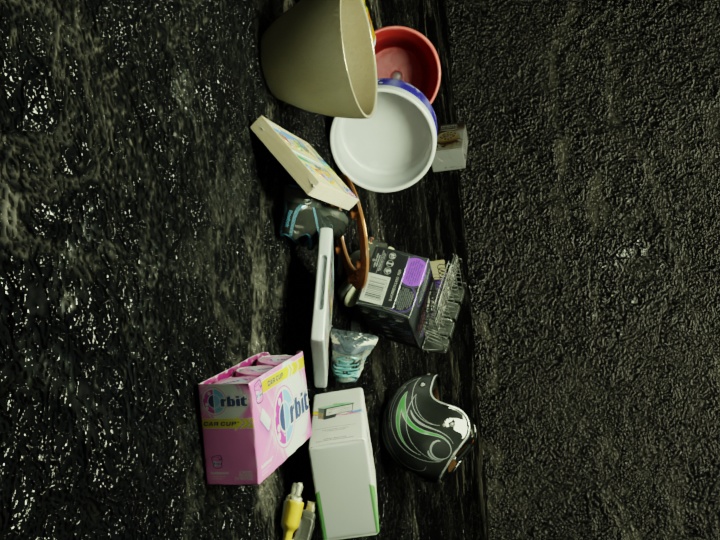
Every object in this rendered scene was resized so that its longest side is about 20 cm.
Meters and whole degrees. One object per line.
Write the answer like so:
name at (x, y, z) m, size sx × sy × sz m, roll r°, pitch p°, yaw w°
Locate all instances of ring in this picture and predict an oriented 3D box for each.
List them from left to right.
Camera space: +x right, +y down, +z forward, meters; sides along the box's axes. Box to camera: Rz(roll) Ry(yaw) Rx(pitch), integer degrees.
ring at (-0.023, -0.065, 1.336) m, size 0.200 × 0.019 × 0.202 m, roll 169°, pitch -90°, yaw -76°

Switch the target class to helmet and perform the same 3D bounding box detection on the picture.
helmet at (0.137, 0.325, 1.620) m, size 0.200 × 0.190 × 0.201 m, roll -44°, pitch 156°, yaw -25°

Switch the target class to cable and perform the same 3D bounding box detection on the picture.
cable at (-0.101, 0.391, 1.039) m, size 0.097 × 0.050 × 0.201 m, roll 92°, pitch 13°, yaw -61°

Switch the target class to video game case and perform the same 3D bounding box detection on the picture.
video game case at (-0.058, 0.062, 1.196) m, size 0.200 × 0.023 × 0.183 m, roll 92°, pitch 1°, yaw -62°

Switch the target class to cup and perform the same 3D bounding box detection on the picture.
cup at (-0.067, -0.322, 1.166) m, size 0.200 × 0.142 × 0.202 m, roll -5°, pitch 90°, yaw -75°

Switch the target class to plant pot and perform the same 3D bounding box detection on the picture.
plant pot at (0.073, -0.417, 1.664) m, size 0.177 × 0.199 × 0.202 m, roll -74°, pitch 156°, yaw -76°

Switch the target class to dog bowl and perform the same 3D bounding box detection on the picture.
dog bowl at (0.045, -0.253, 1.452) m, size 0.079 × 0.199 × 0.201 m, roll -74°, pitch 154°, yaw -60°

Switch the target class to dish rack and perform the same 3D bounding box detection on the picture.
dish rack at (0.153, 0.062, 1.454) m, size 0.200 × 0.054 × 0.154 m, roll 66°, pitch 40°, yaw -63°

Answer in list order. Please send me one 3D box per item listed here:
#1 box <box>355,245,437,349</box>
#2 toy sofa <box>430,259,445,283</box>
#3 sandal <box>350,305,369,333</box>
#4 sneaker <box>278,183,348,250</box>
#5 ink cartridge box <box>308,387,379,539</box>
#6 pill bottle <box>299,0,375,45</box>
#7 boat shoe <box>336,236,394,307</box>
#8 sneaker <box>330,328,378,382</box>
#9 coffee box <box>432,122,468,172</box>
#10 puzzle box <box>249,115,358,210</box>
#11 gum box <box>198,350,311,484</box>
box at (0.073, 0.054, 1.458) m, size 0.200 × 0.105 × 0.123 m, roll 65°, pitch 43°, yaw -65°
toy sofa at (0.218, 0.068, 2.214) m, size 0.200 × 0.082 × 0.098 m, roll 67°, pitch 22°, yaw -49°
sandal at (0.019, 0.067, 1.547) m, size 0.201 × 0.043 × 0.076 m, roll -80°, pitch 159°, yaw -45°
sneaker at (-0.079, -0.072, 1.213) m, size 0.200 × 0.073 × 0.083 m, roll 28°, pitch 76°, yaw -68°
ink cartridge box at (-0.024, 0.281, 1.153) m, size 0.200 × 0.083 × 0.146 m, roll -95°, pitch 177°, yaw -78°
pill bottle at (-0.037, -0.445, 1.387) m, size 0.200 × 0.108 × 0.110 m, roll 65°, pitch 24°, yaw -51°
boat shoe at (-0.001, 0.002, 1.472) m, size 0.202 × 0.063 × 0.074 m, roll -51°, pitch 166°, yaw -52°
sneaker at (-0.014, 0.145, 1.282) m, size 0.200 × 0.077 × 0.087 m, roll 80°, pitch 18°, yaw -83°
coffee box at (0.304, -0.423, 2.644) m, size 0.201 × 0.112 × 0.080 m, roll -76°, pitch 156°, yaw -53°
puzzle box at (-0.078, -0.155, 1.152) m, size 0.133 × 0.025 × 0.200 m, roll 50°, pitch 10°, yaw 11°
gum box at (-0.120, 0.171, 0.943) m, size 0.200 × 0.066 × 0.114 m, roll -19°, pitch 104°, yaw -75°
